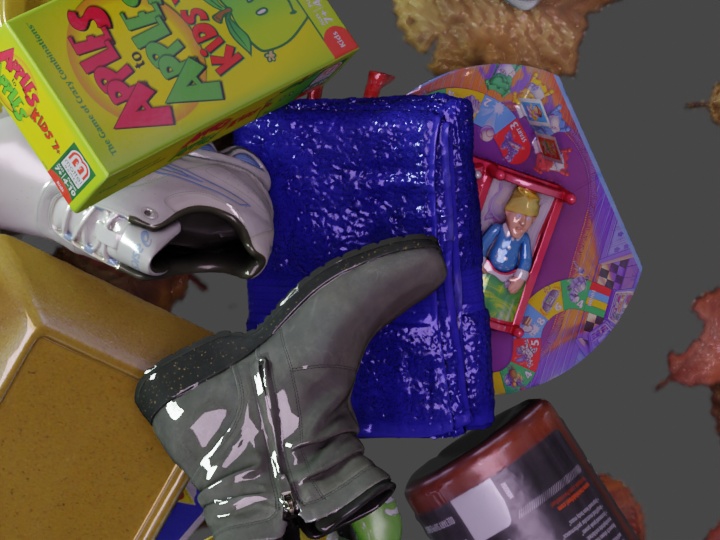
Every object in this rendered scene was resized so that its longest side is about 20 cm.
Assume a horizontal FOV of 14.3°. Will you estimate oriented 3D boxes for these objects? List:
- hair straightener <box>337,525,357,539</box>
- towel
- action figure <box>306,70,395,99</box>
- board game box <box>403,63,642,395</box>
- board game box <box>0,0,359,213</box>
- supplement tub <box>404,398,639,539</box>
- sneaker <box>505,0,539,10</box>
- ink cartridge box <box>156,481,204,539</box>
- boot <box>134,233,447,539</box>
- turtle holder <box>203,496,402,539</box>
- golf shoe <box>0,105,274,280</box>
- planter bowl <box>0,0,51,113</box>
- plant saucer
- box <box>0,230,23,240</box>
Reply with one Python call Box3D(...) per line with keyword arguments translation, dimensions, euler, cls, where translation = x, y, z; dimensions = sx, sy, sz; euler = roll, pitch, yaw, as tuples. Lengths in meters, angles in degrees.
Box3D(translation=(-0.040, 0.143, 1.696), dimensions=(0.076, 0.041, 0.201), euler=(-6, 125, 16), cls="hair straightener")
Box3D(translation=(0.000, 0.000, 1.672), dimensions=(0.147, 0.050, 0.201), euler=(-2, 100, 9), cls="towel")
Box3D(translation=(-0.025, -0.024, 1.726), dimensions=(0.065, 0.052, 0.201), euler=(13, 95, 3), cls="action figure")
Box3D(translation=(0.082, -0.019, 1.705), dimensions=(0.157, 0.039, 0.201), euler=(-28, 106, -9), cls="board game box")
Box3D(translation=(-0.105, -0.120, 1.601), dimensions=(0.200, 0.048, 0.102), euler=(-30, 84, -39), cls="board game box")
Box3D(translation=(0.119, 0.183, 1.703), dimensions=(0.107, 0.107, 0.201), euler=(-33, 91, -1), cls="supplement tub")
Box3D(translation=(0.074, -0.195, 1.720), dimensions=(0.199, 0.075, 0.087), euler=(-1, 119, 8), cls="sneaker")
Box3D(translation=(-0.202, 0.130, 1.691), dimensions=(0.198, 0.047, 0.200), euler=(42, 90, -26), cls="ink cartridge box")
Box3D(translation=(-0.015, 0.077, 1.589), dimensions=(0.199, 0.068, 0.131), euler=(-30, 67, -9), cls="boot")
Box3D(translation=(-0.045, 0.198, 1.620), dimensions=(0.131, 0.141, 0.186), euler=(21, 124, -4), cls="turtle holder")
Box3D(translation=(-0.140, -0.038, 1.599), dimensions=(0.199, 0.097, 0.079), euler=(4, 122, -17), cls="golf shoe")
Box3D(translation=(-0.170, -0.133, 1.664), dimensions=(0.199, 0.083, 0.202), euler=(6, 69, -17), cls="planter bowl")
Box3D(translation=(-0.172, 0.106, 1.625), dimensions=(0.199, 0.048, 0.201), euler=(27, 96, -37), cls="plant saucer")
Box3D(translation=(-0.288, -0.002, 1.632), dimensions=(0.109, 0.200, 0.128), euler=(41, 98, 1), cls="box")
